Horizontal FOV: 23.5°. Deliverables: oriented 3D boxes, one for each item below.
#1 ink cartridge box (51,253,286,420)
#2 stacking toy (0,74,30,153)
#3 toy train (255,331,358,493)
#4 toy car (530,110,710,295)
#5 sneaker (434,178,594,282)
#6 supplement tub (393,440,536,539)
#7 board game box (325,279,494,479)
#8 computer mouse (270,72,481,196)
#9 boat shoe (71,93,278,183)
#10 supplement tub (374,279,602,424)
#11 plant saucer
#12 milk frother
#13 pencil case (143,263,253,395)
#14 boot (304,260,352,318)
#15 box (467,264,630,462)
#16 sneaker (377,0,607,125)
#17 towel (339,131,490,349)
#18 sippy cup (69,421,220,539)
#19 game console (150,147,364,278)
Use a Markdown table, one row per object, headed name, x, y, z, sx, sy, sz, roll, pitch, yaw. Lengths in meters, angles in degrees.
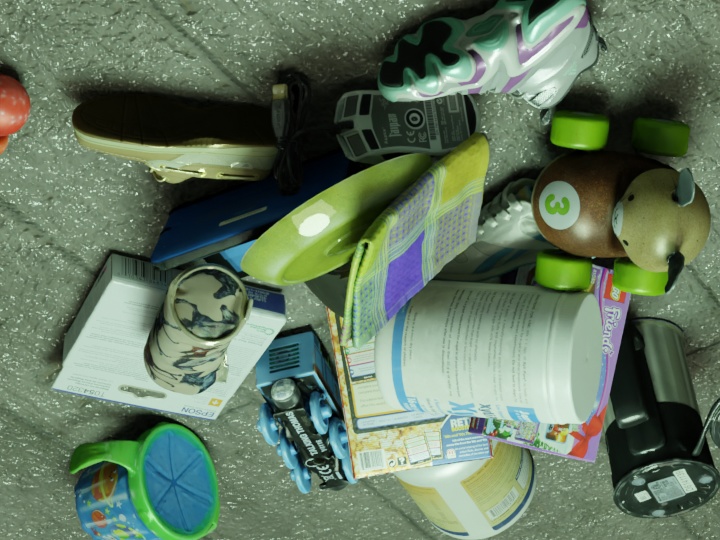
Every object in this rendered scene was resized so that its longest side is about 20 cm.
| name | x | y | z | sx | sy | sz | roll | pitch | yaw |
| --- | --- | --- | --- | --- | --- | --- | --- | --- | --- |
| ink cartridge box | -0.206 | 0.074 | 1.832 | 0.195 | 0.044 | 0.200 | 14 | 139 | -24 |
| stacking toy | -0.363 | -0.099 | 1.569 | 0.085 | 0.086 | 0.200 | 22 | 130 | -31 |
| toy train | -0.054 | 0.160 | 1.901 | 0.086 | 0.115 | 0.200 | -13 | 141 | 13 |
| toy car | 0.252 | -0.048 | 1.573 | 0.156 | 0.200 | 0.166 | 3 | 101 | -12 |
| sneaker | 0.147 | -0.046 | 1.717 | 0.198 | 0.077 | 0.081 | -13 | 125 | 7 |
| supplement tub | 0.105 | 0.199 | 1.947 | 0.143 | 0.145 | 0.200 | -18 | 140 | 14 |
| board game box | 0.051 | 0.105 | 1.802 | 0.150 | 0.046 | 0.202 | -8 | 97 | 4 |
| computer mouse | 0.013 | -0.128 | 1.581 | 0.198 | 0.111 | 0.044 | -4 | 167 | -15 |
| boat shoe | -0.166 | -0.112 | 1.581 | 0.198 | 0.074 | 0.067 | 5 | 135 | -14 |
| supplement tub | 0.124 | 0.078 | 1.680 | 0.198 | 0.133 | 0.132 | 4 | 146 | 23 |
| plant saucer | -0.015 | -0.039 | 1.565 | 0.199 | 0.031 | 0.200 | -29 | 169 | -6 |
| milk frother | 0.355 | 0.137 | 1.869 | 0.198 | 0.189 | 0.181 | -9 | 142 | 3 |
| pencil case | -0.157 | 0.060 | 1.683 | 0.089 | 0.078 | 0.200 | 5 | 160 | -12 |
| boot | 0.000 | 0.000 | 1.697 | 0.074 | 0.076 | 0.200 | 49 | 161 | -20 |
| box | 0.197 | 0.086 | 1.787 | 0.136 | 0.202 | 0.039 | 15 | 174 | -21 |
| sneaker | 0.126 | -0.172 | 1.544 | 0.199 | 0.078 | 0.140 | -22 | 138 | 19 |
| towel | 0.053 | -0.028 | 1.556 | 0.023 | 0.200 | 0.144 | 30 | 136 | 22 |
| sippy cup | -0.254 | 0.257 | 1.992 | 0.130 | 0.140 | 0.179 | -20 | 102 | 33 |
| game console | -0.080 | -0.029 | 1.669 | 0.199 | 0.171 | 0.119 | -19 | 113 | 15 |
